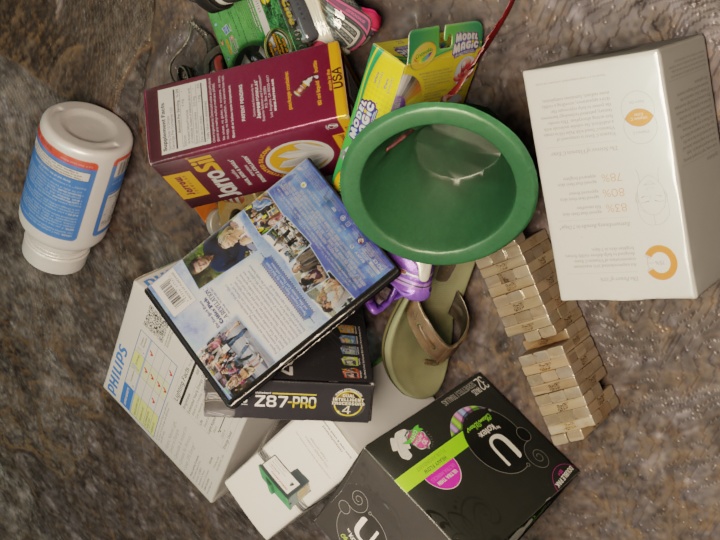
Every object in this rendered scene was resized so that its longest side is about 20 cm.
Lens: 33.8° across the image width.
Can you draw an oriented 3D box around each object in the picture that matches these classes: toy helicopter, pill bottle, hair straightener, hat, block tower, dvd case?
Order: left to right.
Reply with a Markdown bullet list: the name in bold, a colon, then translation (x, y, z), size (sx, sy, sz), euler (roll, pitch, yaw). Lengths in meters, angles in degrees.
- **pill bottle**: translation (-0.354, -0.095, 1.448), size (0.112, 0.112, 0.200), euler (40, 126, 20)
- **hair straightener**: translation (-0.173, -0.178, 1.268), size (0.077, 0.041, 0.201), euler (-15, 71, 3)
- **toy helicopter**: translation (-0.146, -0.089, 1.311), size (0.132, 0.079, 0.201), euler (-37, 76, 55)
- **dvd case**: translation (-0.082, 0.011, 1.089), size (0.200, 0.018, 0.143), euler (-39, 74, 0)
- **hat**: translation (0.091, -0.127, 1.072), size (0.199, 0.176, 0.166), euler (-24, 120, 29)
- **block tower**: translation (0.176, 0.058, 1.114), size (0.054, 0.058, 0.201), euler (-21, 94, 41)

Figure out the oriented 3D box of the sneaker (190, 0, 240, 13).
- **sneaker**: translation (-0.166, -0.363, 1.207), size (0.112, 0.073, 0.201), euler (-15, 84, 40)

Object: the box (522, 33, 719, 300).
- **box**: translation (0.227, -0.083, 0.992), size (0.124, 0.097, 0.201), euler (-2, 104, 39)

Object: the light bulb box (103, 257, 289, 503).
- **light bulb box**: translation (-0.171, 0.116, 1.359), size (0.200, 0.125, 0.199), euler (43, 134, 19)

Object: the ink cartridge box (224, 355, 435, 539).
- **ink cartridge box**: translation (-0.033, 0.187, 1.271), size (0.084, 0.146, 0.200), euler (52, 131, 9)

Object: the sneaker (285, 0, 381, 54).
- **sneaker**: translation (-0.046, -0.304, 1.154), size (0.074, 0.081, 0.201), euler (-24, 91, 13)

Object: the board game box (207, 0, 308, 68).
- **board game box**: translation (-0.100, -0.227, 1.252), size (0.105, 0.023, 0.201), euler (-15, 97, 43)

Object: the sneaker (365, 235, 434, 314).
- **sneaker**: translation (0.000, 0.000, 1.160), size (0.200, 0.080, 0.084), euler (2, 92, 59)

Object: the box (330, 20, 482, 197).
- **box**: translation (0.042, -0.142, 1.106), size (0.048, 0.117, 0.201), euler (39, 126, 27)

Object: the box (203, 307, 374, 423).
- **box**: translation (-0.072, 0.081, 1.193), size (0.160, 0.200, 0.049), euler (2, 115, -4)

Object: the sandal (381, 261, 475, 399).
- **sandal**: translation (0.075, 0.045, 1.167), size (0.057, 0.079, 0.202), euler (49, 134, 48)

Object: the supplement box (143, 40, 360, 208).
- **supplement box**: translation (-0.097, -0.139, 1.156), size (0.199, 0.110, 0.086), euler (-13, 67, 11)

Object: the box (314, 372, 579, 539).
- **box**: translation (0.085, 0.219, 1.150), size (0.149, 0.200, 0.125), euler (44, 128, 17)
